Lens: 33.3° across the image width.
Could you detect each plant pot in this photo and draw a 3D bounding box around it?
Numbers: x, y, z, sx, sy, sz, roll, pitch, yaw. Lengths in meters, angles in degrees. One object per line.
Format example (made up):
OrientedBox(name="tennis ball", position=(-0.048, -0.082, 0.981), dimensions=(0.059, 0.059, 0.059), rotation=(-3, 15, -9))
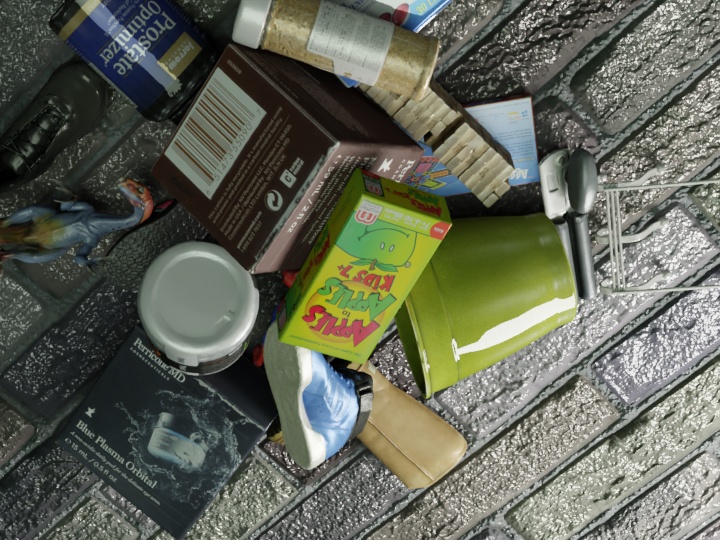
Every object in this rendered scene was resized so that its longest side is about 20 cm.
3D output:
OrientedBox(name="plant pot", position=(0.135, 0.021, 1.362), dimensions=(0.192, 0.201, 0.202), rotation=(-16, 115, -3))

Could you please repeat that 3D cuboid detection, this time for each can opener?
OrientedBox(name="can opener", position=(0.242, -0.046, 1.384), dimensions=(0.052, 0.066, 0.201), rotation=(-19, 120, -15))

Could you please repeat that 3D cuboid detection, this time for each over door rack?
OrientedBox(name="over door rack", position=(0.369, -0.043, 1.373), dimensions=(0.199, 0.067, 0.149), rotation=(1, 117, 24))

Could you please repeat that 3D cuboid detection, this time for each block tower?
OrientedBox(name="block tower", position=(0.088, -0.161, 1.319), dimensions=(0.200, 0.058, 0.054), rotation=(41, 109, -18))

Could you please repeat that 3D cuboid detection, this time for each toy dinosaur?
OrientedBox(name="toy dinosaur", position=(-0.333, -0.062, 1.371), dimensions=(0.180, 0.200, 0.106), rotation=(-13, 106, -20))

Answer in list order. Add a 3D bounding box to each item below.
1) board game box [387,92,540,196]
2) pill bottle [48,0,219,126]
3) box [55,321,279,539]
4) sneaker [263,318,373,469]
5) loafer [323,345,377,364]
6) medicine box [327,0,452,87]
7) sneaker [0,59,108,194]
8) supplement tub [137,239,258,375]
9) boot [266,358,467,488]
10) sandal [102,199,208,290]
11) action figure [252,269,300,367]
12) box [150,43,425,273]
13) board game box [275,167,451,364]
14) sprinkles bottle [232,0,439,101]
OrientedBox(name="board game box", position=(0.101, -0.136, 1.370), dimensions=(0.198, 0.019, 0.104), rotation=(-8, 113, 5))
OrientedBox(name="pill bottle", position=(-0.222, -0.231, 1.280), dimensions=(0.112, 0.112, 0.200), rotation=(-41, 108, 18))
OrientedBox(name="box", position=(-0.224, 0.177, 1.448), dimensions=(0.196, 0.117, 0.200), rotation=(38, 110, 0))
OrientedBox(name="sneaker", position=(-0.042, 0.123, 1.388), dimensions=(0.111, 0.077, 0.201), rotation=(-28, 122, -33))
OrientedBox(name="loafer", position=(-0.013, 0.071, 1.400), dimensions=(0.072, 0.073, 0.200), rotation=(41, 149, 9))
OrientedBox(name="medicine box", position=(-0.010, -0.328, 1.235), dimensions=(0.182, 0.103, 0.200), rotation=(-39, 110, 17))
OrientedBox(name="sneaker", position=(-0.349, -0.147, 1.318), dimensions=(0.076, 0.091, 0.200), rotation=(41, 120, -10))
OrientedBox(name="supplement tub", position=(-0.171, 0.045, 1.275), dimensions=(0.122, 0.200, 0.123), rotation=(1, 78, -7))
OrientedBox(name="boot", position=(0.007, 0.212, 1.512), dimensions=(0.175, 0.066, 0.200), rotation=(-40, 110, 18))
OrientedBox(name="sandal", position=(-0.217, -0.051, 1.409), dimensions=(0.200, 0.045, 0.075), rotation=(-41, 115, 3))
OrientedBox(name="action figure", position=(-0.076, 0.027, 1.433), dimensions=(0.065, 0.099, 0.200), rotation=(16, 137, -9))
OrientedBox(name="box", position=(-0.073, -0.114, 1.253), dimensions=(0.164, 0.200, 0.166), rotation=(43, 112, 20))
OrientedBox(name="board game box", position=(0.000, 0.000, 1.225), dimensions=(0.101, 0.048, 0.201), rotation=(16, 125, -22))
OrientedBox(name="sprinkles bottle", position=(-0.024, -0.229, 1.187), dimensions=(0.199, 0.068, 0.069), rotation=(17, 115, -7))
